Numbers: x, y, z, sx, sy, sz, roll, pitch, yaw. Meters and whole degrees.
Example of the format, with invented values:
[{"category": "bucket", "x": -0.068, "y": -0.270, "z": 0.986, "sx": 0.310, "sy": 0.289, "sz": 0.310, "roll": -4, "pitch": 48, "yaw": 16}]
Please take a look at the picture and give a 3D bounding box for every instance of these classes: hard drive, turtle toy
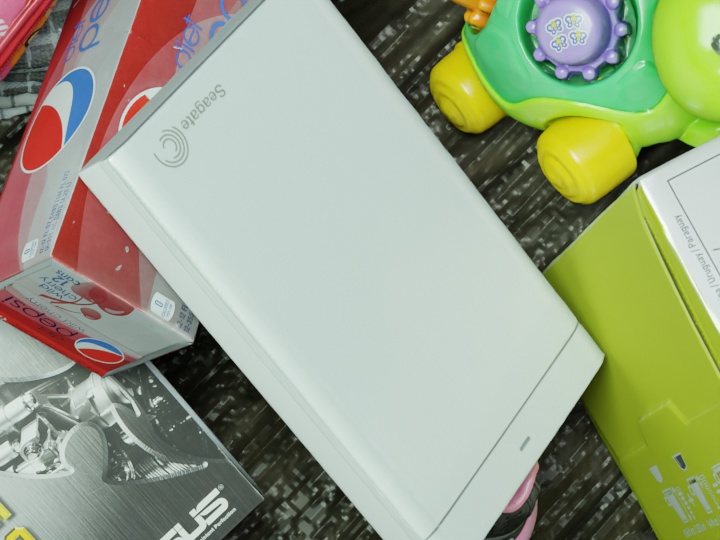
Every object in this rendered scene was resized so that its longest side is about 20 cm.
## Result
[{"category": "hard drive", "x": 0.000, "y": 0.000, "z": 0.864, "sx": 0.200, "sy": 0.027, "sz": 0.132, "roll": 51, "pitch": 50, "yaw": -14}, {"category": "turtle toy", "x": 0.116, "y": -0.108, "z": 0.960, "sx": 0.146, "sy": 0.101, "sz": 0.200, "roll": -38, "pitch": 43, "yaw": -15}]

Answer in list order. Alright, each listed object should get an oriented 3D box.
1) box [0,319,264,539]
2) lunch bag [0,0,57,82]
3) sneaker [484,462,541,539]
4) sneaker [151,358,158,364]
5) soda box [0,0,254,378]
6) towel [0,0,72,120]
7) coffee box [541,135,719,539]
[{"category": "box", "x": -0.162, "y": 0.095, "z": 0.895, "sx": 0.200, "sy": 0.048, "sz": 0.158, "roll": -42, "pitch": 108, "yaw": -8}, {"category": "lunch bag", "x": -0.201, "y": -0.148, "z": 0.864, "sx": 0.200, "sy": 0.082, "sz": 0.176, "roll": 39, "pitch": 98, "yaw": -11}, {"category": "sneaker", "x": 0.026, "y": 0.024, "z": 0.954, "sx": 0.079, "sy": 0.095, "sz": 0.200, "roll": -22, "pitch": 79, "yaw": -10}, {"category": "sneaker", "x": -0.178, "y": 0.043, "z": 0.935, "sx": 0.200, "sy": 0.076, "sz": 0.088, "roll": -20, "pitch": 86, "yaw": -12}, {"category": "soda box", "x": -0.080, "y": -0.065, "z": 0.880, "sx": 0.070, "sy": 0.063, "sz": 0.200, "roll": 33, "pitch": 56, "yaw": -28}, {"category": "towel", "x": -0.158, "y": -0.151, "z": 0.977, "sx": 0.199, "sy": 0.086, "sz": 0.166, "roll": -13, "pitch": 79, "yaw": -10}, {"category": "coffee box", "x": 0.210, "y": 0.033, "z": 0.920, "sx": 0.197, "sy": 0.200, "sz": 0.200, "roll": -27, "pitch": 83, "yaw": -13}]
